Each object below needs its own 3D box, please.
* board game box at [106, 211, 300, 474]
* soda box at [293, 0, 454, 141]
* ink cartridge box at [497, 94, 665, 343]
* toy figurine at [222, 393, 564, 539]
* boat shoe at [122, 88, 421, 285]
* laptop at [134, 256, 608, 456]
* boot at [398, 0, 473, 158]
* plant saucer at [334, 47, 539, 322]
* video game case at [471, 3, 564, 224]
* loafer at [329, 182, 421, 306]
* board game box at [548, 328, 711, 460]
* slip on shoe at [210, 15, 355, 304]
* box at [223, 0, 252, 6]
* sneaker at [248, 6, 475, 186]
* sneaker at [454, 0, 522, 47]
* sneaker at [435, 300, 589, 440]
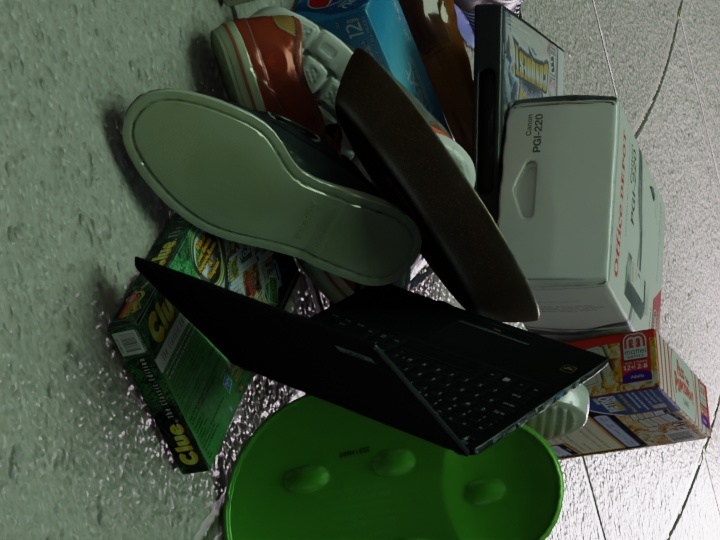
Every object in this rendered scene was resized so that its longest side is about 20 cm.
[{"bbox_3d":[-0.087,0.017,1.088,0.200,0.023,0.105,-67,142,-54],"label":"board game box"},{"bbox_3d":[0.016,-0.117,1.349,0.068,0.064,0.200,-73,145,-50],"label":"soda box"},{"bbox_3d":[0.164,-0.021,1.351,0.200,0.085,0.146,46,46,-60],"label":"ink cartridge box"},{"bbox_3d":[0.034,0.148,1.144,0.184,0.200,0.150,37,41,-76],"label":"toy figurine"},{"bbox_3d":[-0.055,-0.057,1.086,0.199,0.075,0.066,21,18,-26],"label":"boat shoe"},{"bbox_3d":[0.009,0.024,1.018,0.200,0.177,0.103,-28,126,-41],"label":"laptop"},{"bbox_3d":[0.052,-0.170,1.400,0.188,0.068,0.200,76,-2,-64],"label":"boot"},{"bbox_3d":[0.040,-0.044,1.133,0.200,0.034,0.200,55,-4,5],"label":"plant saucer"},{"bbox_3d":[0.120,-0.092,1.385,0.200,0.025,0.181,9,82,-71],"label":"video game case"},{"bbox_3d":[0.000,0.000,1.272,0.070,0.068,0.201,31,50,-10],"label":"loafer"},{"bbox_3d":[0.146,0.102,1.389,0.152,0.200,0.046,40,44,-59],"label":"board game box"},{"bbox_3d":[-0.036,-0.070,1.178,0.074,0.061,0.200,-139,-151,-71],"label":"slip on shoe"},{"bbox_3d":[-0.058,-0.292,1.184,0.128,0.109,0.200,-67,141,-54],"label":"box"},{"bbox_3d":[-0.009,-0.112,1.255,0.200,0.077,0.082,40,19,-27],"label":"sneaker"},{"bbox_3d":[0.120,-0.247,1.644,0.200,0.078,0.070,17,65,-66],"label":"sneaker"},{"bbox_3d":[0.054,0.054,1.125,0.074,0.200,0.082,36,63,-47],"label":"sneaker"}]
